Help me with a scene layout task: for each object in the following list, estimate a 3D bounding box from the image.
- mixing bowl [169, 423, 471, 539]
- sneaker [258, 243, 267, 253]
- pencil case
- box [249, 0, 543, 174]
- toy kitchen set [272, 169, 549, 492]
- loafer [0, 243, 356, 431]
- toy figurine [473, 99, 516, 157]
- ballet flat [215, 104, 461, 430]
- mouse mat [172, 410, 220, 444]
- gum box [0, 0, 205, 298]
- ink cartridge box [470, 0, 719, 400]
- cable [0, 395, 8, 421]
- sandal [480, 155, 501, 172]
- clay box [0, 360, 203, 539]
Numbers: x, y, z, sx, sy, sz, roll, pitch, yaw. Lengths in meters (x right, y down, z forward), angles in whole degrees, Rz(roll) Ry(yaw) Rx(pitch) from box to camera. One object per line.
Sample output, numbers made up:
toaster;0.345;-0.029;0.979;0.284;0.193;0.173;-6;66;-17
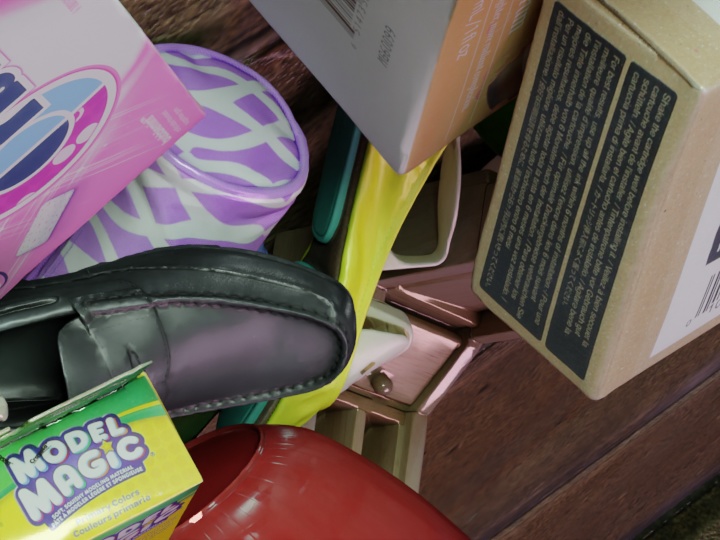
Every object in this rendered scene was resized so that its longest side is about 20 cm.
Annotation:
mixing bowl;-0.052;0.134;1.058;0.200;0.109;0.200;-31;-166;9
sneaker;-0.108;0.046;1.116;0.088;0.075;0.200;-25;158;-45
pencil case;-0.101;0.001;1.006;0.085;0.084;0.200;18;127;-29
box;0.067;-0.154;0.910;0.200;0.106;0.152;-35;164;-19
toy kitchen set;0.073;0.071;1.198;0.163;0.181;0.199;23;157;-38
loafer;-0.099;0.034;0.929;0.199;0.071;0.068;-2;127;-8
toy figurine;0.147;-0.142;1.139;0.184;0.150;0.200;-45;180;-23
ballet flat;0.000;0.000;1.129;0.067;0.067;0.201;-131;-120;-68
mouse mat;-0.130;0.107;1.080;0.161;0.008;0.200;-31;170;-34
gum box;-0.127;-0.058;0.777;0.113;0.066;0.200;-41;166;-2
ink cartridge box;0.145;-0.066;0.939;0.200;0.075;0.165;-30;150;-31
cable;-0.203;0.047;0.843;0.097;0.051;0.200;24;149;-32
sandal;0.032;-0.011;1.356;0.203;0.050;0.083;-44;156;-40
clay box;-0.122;0.097;0.883;0.115;0.048;0.200;-27;169;-19
